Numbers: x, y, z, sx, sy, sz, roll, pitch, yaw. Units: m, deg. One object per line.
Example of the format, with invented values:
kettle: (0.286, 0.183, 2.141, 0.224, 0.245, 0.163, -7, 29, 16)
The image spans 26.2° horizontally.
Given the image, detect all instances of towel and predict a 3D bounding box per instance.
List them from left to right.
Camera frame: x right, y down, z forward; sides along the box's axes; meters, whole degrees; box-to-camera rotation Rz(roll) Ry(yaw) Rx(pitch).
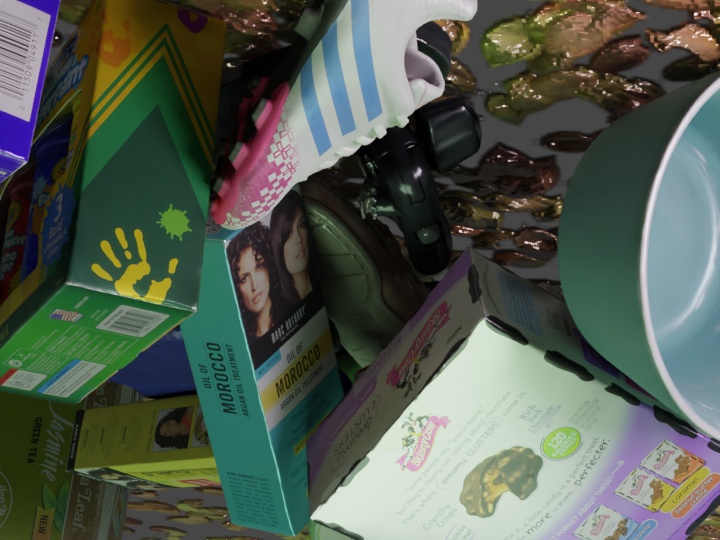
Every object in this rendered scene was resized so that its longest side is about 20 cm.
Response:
towel: (-0.107, 0.052, 1.027, 0.147, 0.050, 0.200, -4, 159, 27)

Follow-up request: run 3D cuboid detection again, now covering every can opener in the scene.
can opener: (0.036, -0.037, 0.917, 0.078, 0.064, 0.200, -12, 159, 0)

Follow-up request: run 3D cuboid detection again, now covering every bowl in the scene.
bowl: (0.182, -0.014, 0.821, 0.200, 0.201, 0.105, 24, 171, -36)

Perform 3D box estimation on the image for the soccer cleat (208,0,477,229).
soccer cleat: (-0.011, -0.081, 0.769, 0.086, 0.070, 0.200, 21, 134, -15)

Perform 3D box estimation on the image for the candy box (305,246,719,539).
candy box: (0.095, 0.105, 0.890, 0.200, 0.072, 0.168, 29, 118, -21)

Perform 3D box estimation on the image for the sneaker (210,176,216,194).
sneaker: (-0.127, -0.023, 1.023, 0.199, 0.079, 0.090, 10, 175, 2)

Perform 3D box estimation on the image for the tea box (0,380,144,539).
tea box: (-0.286, 0.137, 1.250, 0.196, 0.201, 0.134, 4, 157, 2)

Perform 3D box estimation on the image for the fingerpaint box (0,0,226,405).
fingerpaint box: (-0.151, -0.034, 0.853, 0.073, 0.167, 0.200, 14, 157, -24)

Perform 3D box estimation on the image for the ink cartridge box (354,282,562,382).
ink cartridge box: (0.099, 0.132, 1.014, 0.146, 0.083, 0.200, -25, 122, -6)

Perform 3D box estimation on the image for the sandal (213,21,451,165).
sandal: (-0.034, -0.087, 0.850, 0.075, 0.048, 0.200, 22, 152, -33)

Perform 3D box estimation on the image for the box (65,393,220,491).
box: (-0.117, 0.120, 1.077, 0.200, 0.050, 0.075, -11, 154, 43)

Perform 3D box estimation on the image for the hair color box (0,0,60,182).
hair color box: (-0.237, -0.083, 0.834, 0.065, 0.110, 0.200, 20, 153, -29)

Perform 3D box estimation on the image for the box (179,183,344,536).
box: (-0.057, 0.051, 0.917, 0.049, 0.082, 0.201, 6, 121, 31)

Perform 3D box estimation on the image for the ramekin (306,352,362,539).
ramekin: (0.042, 0.141, 1.144, 0.199, 0.098, 0.200, -8, 146, -6)

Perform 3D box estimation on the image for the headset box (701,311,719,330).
headset box: (0.266, 0.050, 0.969, 0.199, 0.093, 0.174, -6, 141, 11)

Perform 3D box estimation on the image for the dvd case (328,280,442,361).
dvd case: (0.017, 0.076, 1.153, 0.150, 0.025, 0.200, -5, 145, -10)

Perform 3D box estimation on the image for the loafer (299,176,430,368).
loafer: (0.000, 0.000, 0.997, 0.072, 0.063, 0.200, 0, 143, 30)
